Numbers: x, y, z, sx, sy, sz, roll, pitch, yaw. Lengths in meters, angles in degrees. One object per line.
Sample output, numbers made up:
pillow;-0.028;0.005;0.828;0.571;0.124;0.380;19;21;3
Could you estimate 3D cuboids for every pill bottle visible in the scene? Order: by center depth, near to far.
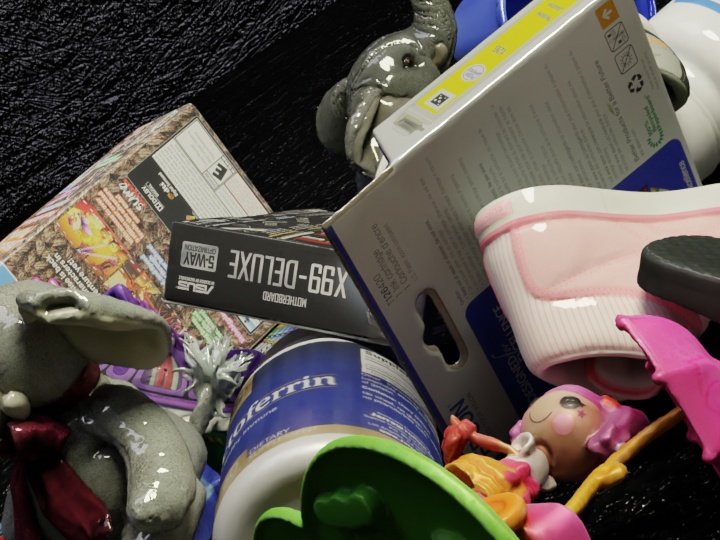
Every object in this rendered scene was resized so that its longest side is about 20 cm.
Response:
pill bottle;-0.014;0.103;0.794;0.116;0.116;0.200;-33;15;8
pill bottle;0.244;-0.139;0.963;0.200;0.112;0.112;-40;16;-16

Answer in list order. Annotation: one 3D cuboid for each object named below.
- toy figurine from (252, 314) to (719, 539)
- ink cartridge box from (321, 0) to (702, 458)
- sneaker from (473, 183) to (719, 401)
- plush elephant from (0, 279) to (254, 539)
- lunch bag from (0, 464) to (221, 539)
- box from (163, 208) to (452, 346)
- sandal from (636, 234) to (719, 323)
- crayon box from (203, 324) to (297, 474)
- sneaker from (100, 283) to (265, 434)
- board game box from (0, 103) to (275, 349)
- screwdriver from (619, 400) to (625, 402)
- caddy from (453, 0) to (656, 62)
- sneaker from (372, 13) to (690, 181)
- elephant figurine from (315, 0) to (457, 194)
toy figurine;0.078;0.092;0.637;0.184;0.150;0.200;-32;10;-32
ink cartridge box;0.087;-0.022;0.796;0.200;0.198;0.047;-38;37;-10
sneaker;0.155;0.014;0.754;0.200;0.105;0.075;-1;-25;-27
plush elephant;-0.154;0.076;0.744;0.165;0.155;0.200;-14;43;53
lunch bag;-0.142;0.171;0.881;0.151;0.094;0.200;-42;13;-13
box;0.000;0.000;0.913;0.157;0.050;0.200;10;8;21
sandal;0.201;0.033;0.636;0.075;0.048;0.200;-9;22;-33
crayon box;-0.063;0.083;1.059;0.119;0.058;0.200;-45;18;-29
sneaker;-0.125;0.051;0.889;0.200;0.084;0.081;7;1;-45
board game box;-0.157;0.011;1.063;0.200;0.160;0.097;-44;16;-28
screwdriver;0.182;0.048;0.735;0.200;0.029;0.028;-32;14;48
caddy;0.169;-0.208;1.268;0.105;0.141;0.200;-21;22;50
sneaker;0.094;-0.078;0.858;0.200;0.074;0.079;-32;41;-4
elephant figurine;0.029;-0.114;1.173;0.141;0.200;0.155;-19;23;45
